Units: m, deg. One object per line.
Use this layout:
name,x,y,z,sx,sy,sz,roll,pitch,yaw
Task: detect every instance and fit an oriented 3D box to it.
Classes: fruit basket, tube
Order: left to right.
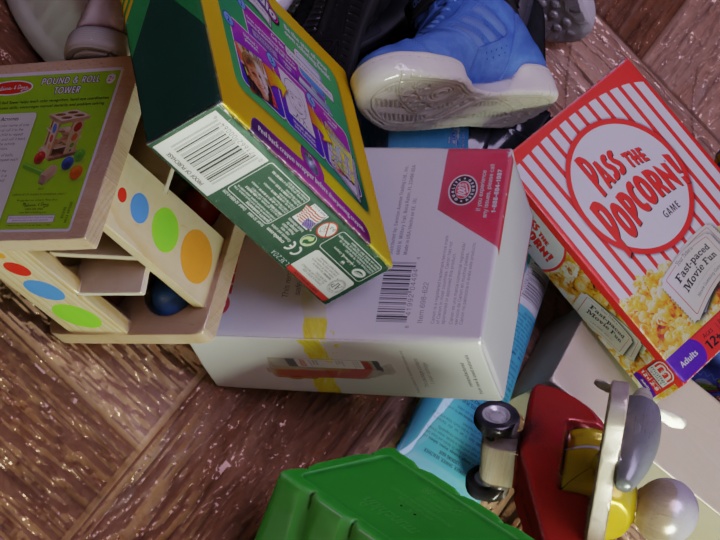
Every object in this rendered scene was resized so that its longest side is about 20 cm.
fruit basket,0.029,0.236,1.630,0.155,0.215,0.216,-10,77,-35
tube,0.083,0.065,1.796,0.077,0.050,0.200,30,64,-18

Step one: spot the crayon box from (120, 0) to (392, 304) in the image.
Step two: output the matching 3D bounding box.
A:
crayon box,-0.066,-0.101,1.580,0.200,0.058,0.173,43,24,-47

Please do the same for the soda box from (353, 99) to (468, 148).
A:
soda box,0.029,-0.030,1.786,0.068,0.064,0.201,16,63,-27

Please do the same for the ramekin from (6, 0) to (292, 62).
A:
ramekin,-0.132,-0.215,1.724,0.200,0.098,0.201,9,68,-21

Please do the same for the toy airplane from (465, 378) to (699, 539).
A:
toy airplane,0.157,0.169,1.689,0.141,0.200,0.200,-4,86,-12

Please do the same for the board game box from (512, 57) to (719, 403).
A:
board game box,0.196,-0.029,1.819,0.200,0.046,0.151,50,56,1

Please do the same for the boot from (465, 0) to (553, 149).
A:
boot,0.164,-0.092,1.895,0.200,0.066,0.165,28,66,-17

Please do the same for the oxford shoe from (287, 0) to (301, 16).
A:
oxford shoe,-0.045,-0.270,1.838,0.058,0.075,0.201,26,55,-68

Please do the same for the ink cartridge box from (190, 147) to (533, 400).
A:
ink cartridge box,0.000,0.000,1.677,0.199,0.083,0.146,2,61,16

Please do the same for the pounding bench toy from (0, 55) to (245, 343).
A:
pounding bench toy,-0.187,-0.036,1.622,0.156,0.199,0.125,44,54,-48

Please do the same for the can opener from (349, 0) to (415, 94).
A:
can opener,0.001,-0.156,1.832,0.200,0.078,0.064,-39,133,-34

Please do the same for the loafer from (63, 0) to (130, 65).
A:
loafer,-0.133,-0.116,1.649,0.072,0.200,0.063,8,66,15

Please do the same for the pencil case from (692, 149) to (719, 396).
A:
pencil case,0.282,-0.003,1.924,0.078,0.087,0.200,13,58,9

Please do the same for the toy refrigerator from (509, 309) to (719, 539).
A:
toy refrigerator,0.207,0.117,1.839,0.200,0.070,0.076,37,59,-12

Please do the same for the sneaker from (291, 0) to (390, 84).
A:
sneaker,-0.013,-0.175,1.755,0.060,0.104,0.200,26,97,4

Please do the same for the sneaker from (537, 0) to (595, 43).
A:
sneaker,0.119,-0.263,1.936,0.200,0.076,0.080,55,44,-4

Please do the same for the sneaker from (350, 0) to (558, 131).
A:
sneaker,0.049,-0.159,1.756,0.200,0.077,0.112,-3,65,-49
